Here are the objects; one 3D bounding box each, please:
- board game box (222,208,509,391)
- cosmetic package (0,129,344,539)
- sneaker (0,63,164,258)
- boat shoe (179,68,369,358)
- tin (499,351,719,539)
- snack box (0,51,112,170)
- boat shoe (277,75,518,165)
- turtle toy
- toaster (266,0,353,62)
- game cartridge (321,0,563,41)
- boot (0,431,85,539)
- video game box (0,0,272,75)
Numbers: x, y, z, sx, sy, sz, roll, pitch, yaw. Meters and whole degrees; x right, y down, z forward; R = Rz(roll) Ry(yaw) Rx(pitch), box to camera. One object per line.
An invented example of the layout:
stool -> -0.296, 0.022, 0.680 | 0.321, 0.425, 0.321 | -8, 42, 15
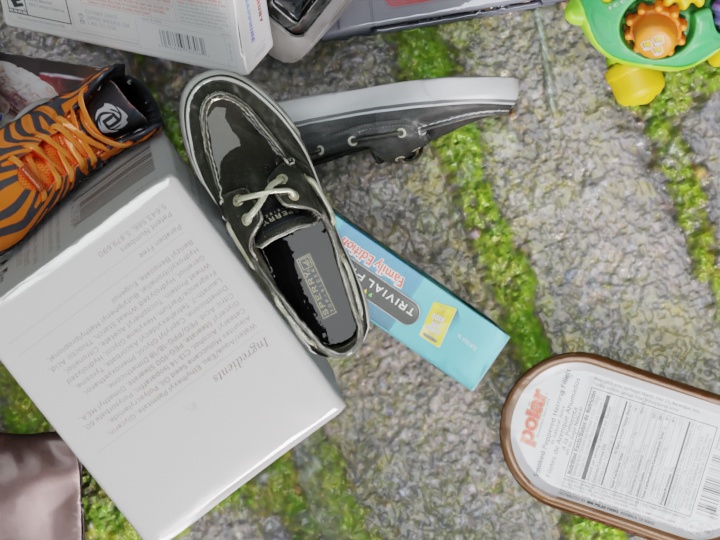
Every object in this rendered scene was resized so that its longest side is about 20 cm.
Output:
board game box -> 0.000, 0.000, 1.633 | 0.199, 0.151, 0.047 | 35, 92, -4
cosmetic package -> -0.137, 0.043, 1.630 | 0.164, 0.165, 0.201 | -36, 105, 2
sneaker -> -0.204, -0.084, 1.621 | 0.112, 0.200, 0.078 | -27, 108, 33
boat shoe -> -0.050, -0.037, 1.520 | 0.070, 0.064, 0.201 | -30, 95, 0
tin -> 0.192, 0.124, 1.675 | 0.198, 0.042, 0.113 | 17, 84, 9
snack box -> -0.273, -0.124, 1.767 | 0.198, 0.024, 0.073 | 9, 86, 9
boat shoe -> 0.016, -0.101, 1.708 | 0.198, 0.069, 0.057 | -7, 92, 13
turtle toy -> 0.228, -0.210, 1.657 | 0.199, 0.101, 0.147 | -23, 87, -14
toaster -> -0.054, -0.261, 1.624 | 0.181, 0.200, 0.119 | 41, 48, -4
game cartridge -> 0.059, -0.244, 1.726 | 0.198, 0.041, 0.134 | -9, 80, 7
boot -> -0.279, 0.207, 1.718 | 0.165, 0.072, 0.202 | 2, 97, -2
video game box -> -0.162, -0.231, 1.598 | 0.199, 0.183, 0.047 | 14, 44, 25
